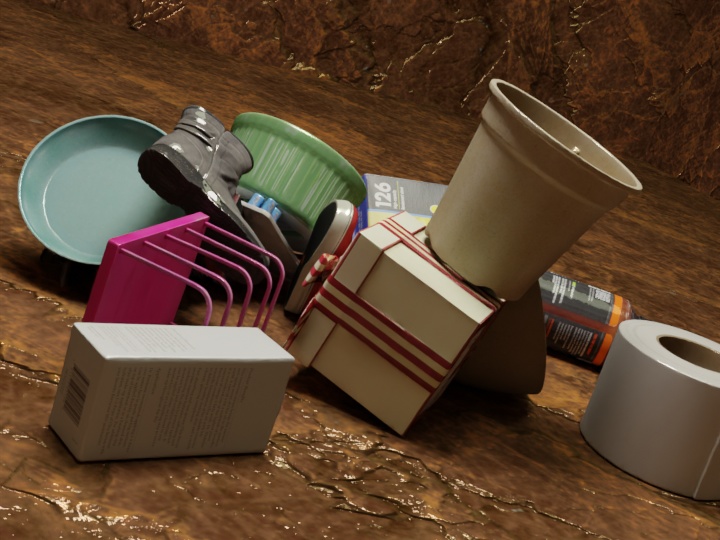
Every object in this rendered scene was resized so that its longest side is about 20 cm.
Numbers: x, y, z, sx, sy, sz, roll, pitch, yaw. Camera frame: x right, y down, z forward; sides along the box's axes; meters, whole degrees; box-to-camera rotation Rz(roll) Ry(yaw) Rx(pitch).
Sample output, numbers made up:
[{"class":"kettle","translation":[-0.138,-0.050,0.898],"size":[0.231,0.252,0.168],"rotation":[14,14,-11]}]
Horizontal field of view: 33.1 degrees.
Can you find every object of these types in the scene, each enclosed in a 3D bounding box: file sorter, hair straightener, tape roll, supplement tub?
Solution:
[{"class":"file sorter","translation":[-0.178,0.041,1.239],"size":[0.125,0.140,0.200],"rotation":[25,17,13]},{"class":"hair straightener","translation":[-0.339,-0.024,1.437],"size":[0.076,0.041,0.200],"rotation":[15,17,-12]},{"class":"tape roll","translation":[0.381,0.163,1.452],"size":[0.201,0.140,0.203],"rotation":[17,15,-5]},{"class":"supplement tub","translation":[0.315,0.073,1.734],"size":[0.199,0.108,0.107],"rotation":[20,16,4]}]

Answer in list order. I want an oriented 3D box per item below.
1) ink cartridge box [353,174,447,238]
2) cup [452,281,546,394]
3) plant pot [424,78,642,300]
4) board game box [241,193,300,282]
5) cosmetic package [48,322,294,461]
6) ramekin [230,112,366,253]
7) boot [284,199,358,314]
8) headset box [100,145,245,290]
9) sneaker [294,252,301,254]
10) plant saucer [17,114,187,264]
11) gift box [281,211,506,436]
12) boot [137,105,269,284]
[{"class":"ink cartridge box","translation":[0.050,-0.044,1.638],"size":[0.199,0.047,0.199],"rotation":[8,49,-12]},{"class":"cup","translation":[0.136,0.060,1.482],"size":[0.142,0.202,0.200],"rotation":[-7,19,-3]},{"class":"plant pot","translation":[0.173,-0.077,1.329],"size":[0.200,0.184,0.201],"rotation":[31,19,-12]},{"class":"board game box","translation":[-0.163,-0.063,1.571],"size":[0.199,0.026,0.200],"rotation":[22,-20,26]},{"class":"cosmetic package","translation":[-0.168,0.107,1.091],"size":[0.199,0.102,0.071],"rotation":[5,21,-41]},{"class":"ramekin","translation":[-0.100,-0.106,1.570],"size":[0.199,0.098,0.200],"rotation":[27,-16,8]},{"class":"boot","translation":[0.000,0.000,1.489],"size":[0.143,0.200,0.073],"rotation":[17,49,-8]},{"class":"headset box","translation":[-0.226,-0.058,1.492],"size":[0.199,0.078,0.149],"rotation":[20,-21,9]},{"class":"sneaker","translation":[-0.029,-0.029,1.745],"size":[0.099,0.078,0.200],"rotation":[15,17,-24]},{"class":"plant saucer","translation":[-0.291,-0.087,1.395],"size":[0.199,0.201,0.036],"rotation":[20,-28,5]},{"class":"gift box","translation":[0.027,0.059,1.336],"size":[0.186,0.200,0.184],"rotation":[38,15,10]},{"class":"boot","translation":[-0.151,-0.092,1.382],"size":[0.200,0.070,0.132],"rotation":[53,36,-13]}]
